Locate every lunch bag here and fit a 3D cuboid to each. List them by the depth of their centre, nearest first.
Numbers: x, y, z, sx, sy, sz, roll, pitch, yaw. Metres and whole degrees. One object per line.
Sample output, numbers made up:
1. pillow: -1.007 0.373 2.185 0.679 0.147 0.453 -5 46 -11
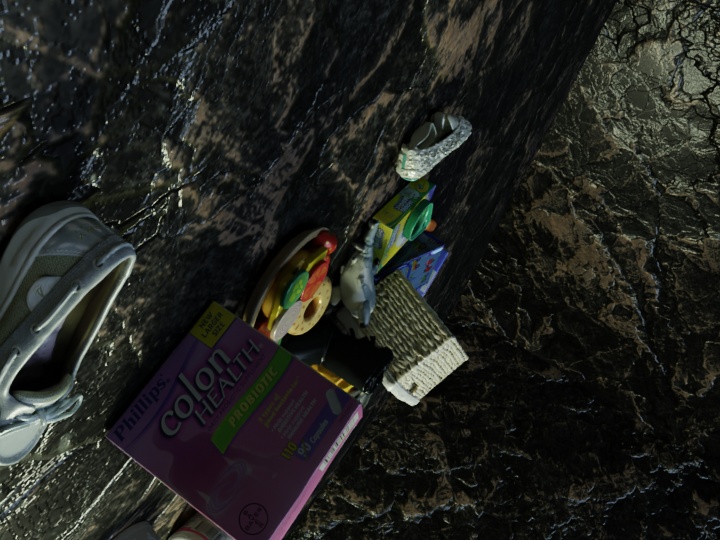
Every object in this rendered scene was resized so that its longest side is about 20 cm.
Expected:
1. lunch bag: 0.064 0.007 1.282 0.200 0.094 0.151 -36 159 -28

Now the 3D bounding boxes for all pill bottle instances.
1. pill bottle: -0.245 0.464 1.094 0.114 0.113 0.200 -64 165 23

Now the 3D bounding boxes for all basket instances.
1. basket: 0.086 0.135 1.222 0.161 0.200 0.198 -39 152 1

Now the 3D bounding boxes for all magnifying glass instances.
1. magnifying glass: 0.120 -0.092 1.164 0.080 0.022 0.200 -61 168 8

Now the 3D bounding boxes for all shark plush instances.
1. shark plush: 0.000 0.000 1.053 0.083 0.091 0.201 -26 124 -42

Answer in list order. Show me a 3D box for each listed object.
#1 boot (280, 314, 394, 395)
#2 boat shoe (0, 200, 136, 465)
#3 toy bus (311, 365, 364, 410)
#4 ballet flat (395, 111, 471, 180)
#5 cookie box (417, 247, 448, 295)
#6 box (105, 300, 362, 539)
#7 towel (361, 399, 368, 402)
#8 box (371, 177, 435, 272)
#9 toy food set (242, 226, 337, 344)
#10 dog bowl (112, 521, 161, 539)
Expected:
1. boot: -0.046 0.147 0.986 0.198 0.162 0.074 -35 152 -59
2. boat shoe: -0.209 0.055 0.402 0.202 0.065 0.074 -61 166 14
3. toy bus: -0.100 0.244 1.137 0.192 0.136 0.200 -30 152 -30
4. ballet flat: 0.125 -0.219 0.998 0.200 0.072 0.072 -48 164 -37
5. cookie box: 0.144 0.005 1.492 0.171 0.075 0.200 -59 176 6
6. box: -0.126 0.166 0.657 0.176 0.200 0.097 -53 167 -17
7. towel: 0.008 0.451 2.175 0.193 0.034 0.200 -43 158 -57
8. box: 0.062 -0.081 1.116 0.200 0.048 0.118 -44 161 -41
9. toy food set: -0.090 0.034 0.812 0.198 0.049 0.200 -45 162 -49
10. dog bowl: -0.341 0.447 0.832 0.200 0.059 0.200 -54 167 -19
